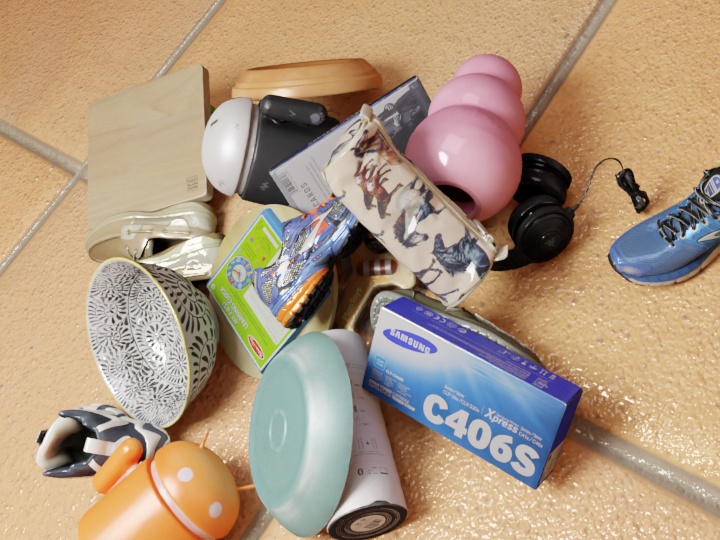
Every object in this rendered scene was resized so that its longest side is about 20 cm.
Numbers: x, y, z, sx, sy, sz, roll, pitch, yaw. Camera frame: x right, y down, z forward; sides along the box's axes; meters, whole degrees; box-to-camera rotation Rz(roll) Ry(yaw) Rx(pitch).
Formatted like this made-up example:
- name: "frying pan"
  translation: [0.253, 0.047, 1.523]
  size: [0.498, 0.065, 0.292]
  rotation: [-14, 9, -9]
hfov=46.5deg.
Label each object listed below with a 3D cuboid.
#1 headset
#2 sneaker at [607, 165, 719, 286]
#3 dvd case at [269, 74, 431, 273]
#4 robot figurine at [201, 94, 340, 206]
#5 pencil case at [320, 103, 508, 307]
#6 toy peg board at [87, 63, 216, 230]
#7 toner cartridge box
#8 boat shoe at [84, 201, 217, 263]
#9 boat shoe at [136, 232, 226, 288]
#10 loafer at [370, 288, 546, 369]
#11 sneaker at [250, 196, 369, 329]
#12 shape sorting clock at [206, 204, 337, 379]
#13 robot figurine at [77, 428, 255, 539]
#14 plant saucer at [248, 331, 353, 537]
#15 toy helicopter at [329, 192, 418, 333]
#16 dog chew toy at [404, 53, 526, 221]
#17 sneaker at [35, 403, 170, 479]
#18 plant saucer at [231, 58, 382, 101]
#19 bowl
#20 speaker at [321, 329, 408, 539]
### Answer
- name: "headset"
  translation: [0.201, -0.063, 0.900]
  size: [0.198, 0.094, 0.125]
  rotation: [-21, 48, 35]
- name: "sneaker"
  translation: [0.328, -0.057, 0.803]
  size: [0.198, 0.089, 0.079]
  rotation: [-28, 50, 9]
- name: "dvd case"
  translation: [0.017, -0.106, 0.967]
  size: [0.199, 0.151, 0.025]
  rotation: [-31, 20, 6]
- name: "robot figurine"
  translation: [-0.094, -0.140, 1.023]
  size: [0.125, 0.197, 0.152]
  rotation: [-121, 44, -69]
- name: "pencil case"
  translation: [0.048, -0.061, 0.805]
  size: [0.089, 0.200, 0.078]
  rotation: [-41, 10, 23]
- name: "toy peg board"
  translation: [-0.282, -0.160, 1.205]
  size: [0.198, 0.098, 0.202]
  rotation: [-13, 70, 21]
- name: "toner cartridge box"
  translation: [0.099, 0.111, 0.790]
  size: [0.199, 0.043, 0.096]
  rotation: [26, 116, 27]
- name: "boat shoe"
  translation: [-0.287, -0.037, 1.128]
  size: [0.197, 0.072, 0.066]
  rotation: [-11, 54, 14]
- name: "boat shoe"
  translation: [-0.252, 0.017, 1.072]
  size: [0.198, 0.074, 0.067]
  rotation: [-24, 76, 21]
- name: "loafer"
  translation: [0.106, 0.067, 0.846]
  size: [0.199, 0.076, 0.069]
  rotation: [30, 32, 23]
- name: "sneaker"
  translation: [-0.044, -0.040, 0.874]
  size: [0.078, 0.075, 0.201]
  rotation: [34, 83, 10]
- name: "shape sorting clock"
  translation: [-0.102, 0.025, 0.966]
  size: [0.198, 0.039, 0.203]
  rotation: [-5, 82, 34]
- name: "robot figurine"
  translation: [-0.209, 0.257, 0.864]
  size: [0.199, 0.117, 0.144]
  rotation: [-40, 49, -1]
- name: "plant saucer"
  translation: [-0.069, 0.159, 0.831]
  size: [0.200, 0.036, 0.203]
  rotation: [-28, 57, 57]
- name: "toy helicopter"
  translation: [0.000, 0.000, 0.941]
  size: [0.131, 0.079, 0.202]
  rotation: [26, 89, 15]
- name: "dog chew toy"
  translation: [0.121, -0.150, 0.892]
  size: [0.123, 0.125, 0.202]
  rotation: [3, 56, 29]
- name: "sneaker"
  translation: [-0.325, 0.189, 0.946]
  size: [0.197, 0.129, 0.080]
  rotation: [10, 80, 39]
- name: "plant saucer"
  translation: [-0.070, -0.251, 1.091]
  size: [0.197, 0.038, 0.200]
  rotation: [-4, 17, 1]
- name: "bowl"
  translation: [-0.229, 0.074, 0.987]
  size: [0.199, 0.204, 0.094]
  rotation: [14, 22, 39]
- name: "speaker"
  translation: [-0.013, 0.161, 0.848]
  size: [0.080, 0.081, 0.202]
  rotation: [-24, 52, 11]
